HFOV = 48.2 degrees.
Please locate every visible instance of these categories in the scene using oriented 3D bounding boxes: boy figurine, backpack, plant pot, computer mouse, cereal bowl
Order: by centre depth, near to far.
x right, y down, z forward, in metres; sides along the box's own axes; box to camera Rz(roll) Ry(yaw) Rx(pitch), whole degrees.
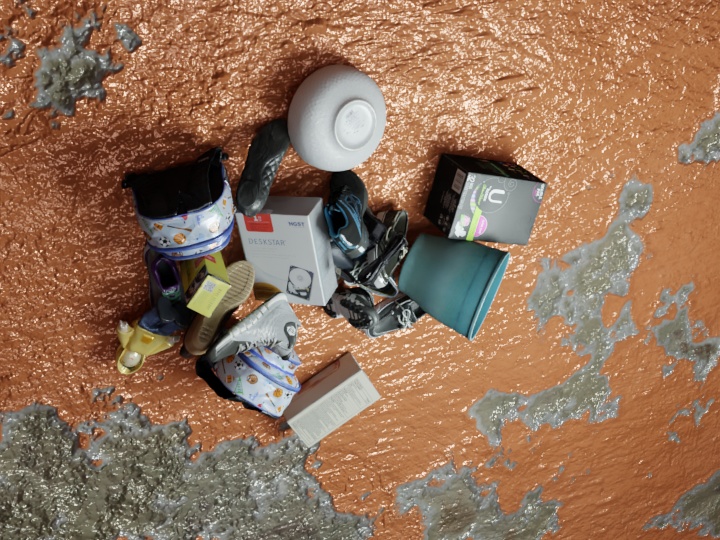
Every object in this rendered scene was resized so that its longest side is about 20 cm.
[{"bbox_3d":[-0.309,-0.105,1.412,0.199,0.191,0.155,-18,118,-3],"label":"backpack"},{"bbox_3d":[-0.030,-0.276,1.492,0.200,0.083,0.201,-16,119,-30],"label":"cereal bowl"},{"bbox_3d":[-0.415,0.127,1.541,0.124,0.065,0.200,26,127,-38],"label":"boy figurine"},{"bbox_3d":[-0.004,-0.050,1.559,0.141,0.200,0.046,-51,140,1],"label":"computer mouse"},{"bbox_3d":[-0.206,0.203,1.622,0.200,0.191,0.154,28,102,-31],"label":"backpack"},{"bbox_3d":[0.186,0.018,1.678,0.187,0.200,0.201,24,111,13],"label":"plant pot"}]

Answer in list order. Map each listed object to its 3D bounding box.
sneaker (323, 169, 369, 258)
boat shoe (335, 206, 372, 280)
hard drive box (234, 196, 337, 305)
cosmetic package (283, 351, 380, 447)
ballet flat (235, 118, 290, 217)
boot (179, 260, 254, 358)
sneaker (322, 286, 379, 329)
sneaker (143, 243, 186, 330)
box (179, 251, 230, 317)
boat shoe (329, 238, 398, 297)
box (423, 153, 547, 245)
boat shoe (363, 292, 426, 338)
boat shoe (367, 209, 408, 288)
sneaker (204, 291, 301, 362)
[{"bbox_3d":[-0.030,-0.124,1.531,0.073,0.201,0.082,-27,143,23],"label":"sneaker"},{"bbox_3d":[-0.035,-0.044,1.653,0.067,0.057,0.200,20,107,-30],"label":"boat shoe"},{"bbox_3d":[-0.141,-0.039,1.553,0.155,0.077,0.201,3,122,20],"label":"hard drive box"},{"bbox_3d":[-0.070,0.288,1.797,0.200,0.087,0.104,-33,123,-3],"label":"cosmetic package"},{"bbox_3d":[-0.181,-0.192,1.483,0.066,0.057,0.201,21,74,3],"label":"ballet flat"},{"bbox_3d":[-0.287,0.077,1.567,0.072,0.166,0.200,34,68,-13],"label":"boot"},{"bbox_3d":[-0.002,0.069,1.656,0.090,0.200,0.067,-23,107,-24],"label":"sneaker"},{"bbox_3d":[-0.370,0.044,1.537,0.074,0.088,0.201,-18,122,-13],"label":"sneaker"},{"bbox_3d":[-0.289,0.006,1.481,0.050,0.200,0.075,30,103,-26],"label":"box"},{"bbox_3d":[0.000,0.000,1.632,0.075,0.062,0.200,-45,129,11],"label":"boat shoe"},{"bbox_3d":[0.261,-0.148,1.685,0.199,0.124,0.149,4,115,-26],"label":"box"},{"bbox_3d":[0.100,0.095,1.779,0.199,0.068,0.074,-28,124,-8],"label":"boat shoe"},{"bbox_3d":[0.059,-0.051,1.605,0.063,0.200,0.071,-12,134,22],"label":"boat shoe"},{"bbox_3d":[-0.186,0.136,1.507,0.200,0.075,0.116,-39,94,-31],"label":"sneaker"}]
